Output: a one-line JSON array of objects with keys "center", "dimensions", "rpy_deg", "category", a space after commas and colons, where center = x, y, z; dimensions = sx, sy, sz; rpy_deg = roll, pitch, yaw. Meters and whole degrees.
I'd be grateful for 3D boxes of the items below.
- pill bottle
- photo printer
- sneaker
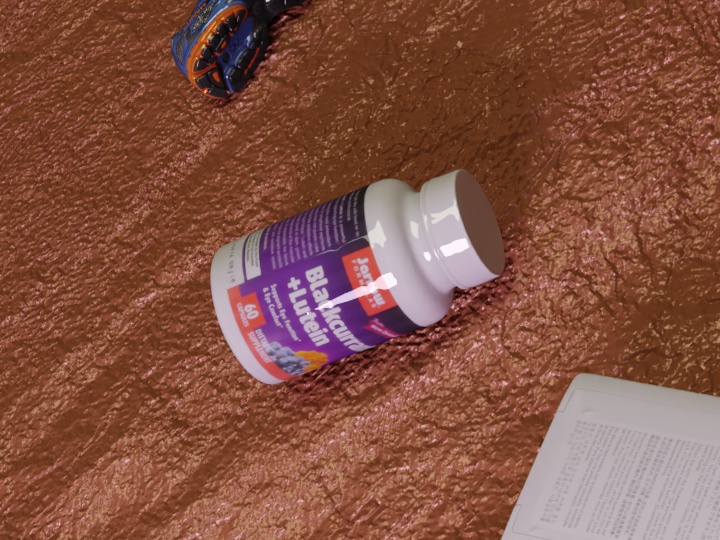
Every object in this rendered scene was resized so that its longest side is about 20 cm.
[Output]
[{"center": [0.000, 0.000, 1.828], "dimensions": [0.199, 0.111, 0.112], "rpy_deg": [-22, 48, 20], "category": "pill bottle"}, {"center": [0.201, 0.156, 1.603], "dimensions": [0.199, 0.069, 0.167], "rpy_deg": [8, 63, 38], "category": "photo printer"}, {"center": [-0.094, -0.240, 2.101], "dimensions": [0.200, 0.075, 0.078], "rpy_deg": [-51, 42, -11], "category": "sneaker"}]
